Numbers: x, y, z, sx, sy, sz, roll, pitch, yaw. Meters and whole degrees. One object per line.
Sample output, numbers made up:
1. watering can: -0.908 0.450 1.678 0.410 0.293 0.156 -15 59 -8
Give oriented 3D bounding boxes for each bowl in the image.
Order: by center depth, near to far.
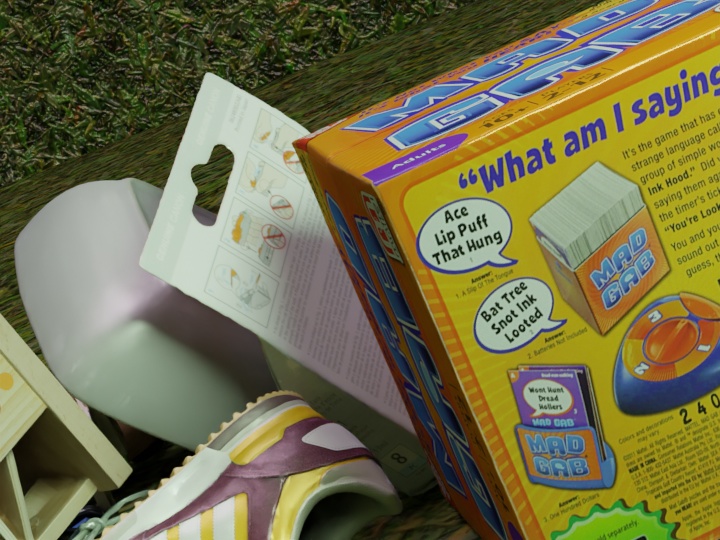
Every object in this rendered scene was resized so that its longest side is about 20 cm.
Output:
1. bowl: -0.086 0.025 1.048 0.075 0.200 0.200 -56 30 14

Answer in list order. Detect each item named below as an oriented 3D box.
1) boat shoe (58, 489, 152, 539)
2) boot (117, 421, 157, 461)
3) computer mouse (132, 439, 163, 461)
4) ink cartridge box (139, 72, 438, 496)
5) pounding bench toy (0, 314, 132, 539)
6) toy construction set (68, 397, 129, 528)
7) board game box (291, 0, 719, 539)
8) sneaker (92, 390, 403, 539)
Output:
1. boat shoe: -0.138 0.158 0.981 0.200 0.062 0.075 -11 16 46
2. boot: -0.144 0.107 1.205 0.200 0.066 0.175 -36 35 3
3. computer mouse: -0.068 0.070 1.277 0.200 0.044 0.110 -23 14 21
4. ink cartridge box: -0.026 0.006 0.992 0.047 0.200 0.160 -43 23 39
5. pounding bench toy: -0.250 0.089 0.926 0.124 0.200 0.156 -14 30 48
6. toy construction set: -0.217 0.123 1.115 0.200 0.131 0.092 -21 13 14
7. board game box: 0.112 -0.001 0.846 0.200 0.200 0.200 -25 13 -7
8. sneaker: -0.071 0.149 0.867 0.090 0.075 0.200 36 78 32
